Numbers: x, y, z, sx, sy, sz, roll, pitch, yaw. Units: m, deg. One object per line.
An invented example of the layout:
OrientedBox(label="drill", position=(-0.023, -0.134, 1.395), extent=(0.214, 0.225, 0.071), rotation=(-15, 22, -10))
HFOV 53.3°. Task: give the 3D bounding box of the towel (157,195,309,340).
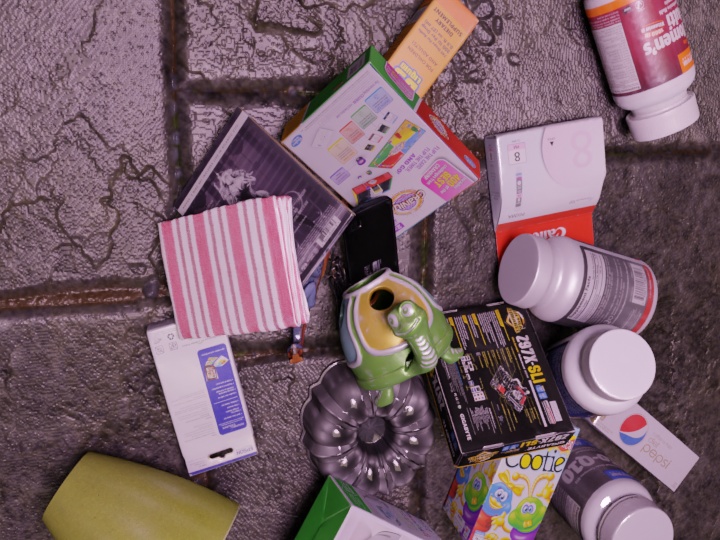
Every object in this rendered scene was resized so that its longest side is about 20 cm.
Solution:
OrientedBox(label="towel", position=(-0.152, 0.000, 0.841), extent=(0.196, 0.030, 0.151), rotation=(-8, 92, 30))

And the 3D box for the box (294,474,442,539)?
OrientedBox(label="box", position=(-0.008, 0.401, 0.924), extent=(0.174, 0.096, 0.203), rotation=(32, 86, -23))

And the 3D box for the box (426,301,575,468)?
OrientedBox(label="box", position=(0.172, 0.143, 0.951), extent=(0.155, 0.204, 0.050), rotation=(-7, 146, -13))

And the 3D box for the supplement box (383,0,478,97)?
OrientedBox(label="supplement box", position=(0.059, -0.250, 0.901), extent=(0.066, 0.069, 0.202), rotation=(36, 94, -17))

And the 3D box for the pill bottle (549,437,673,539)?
OrientedBox(label="pill bottle", position=(0.342, 0.329, 1.018), extent=(0.110, 0.200, 0.117), rotation=(-3, 102, -13))

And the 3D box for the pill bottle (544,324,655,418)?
OrientedBox(label="pill bottle", position=(0.307, 0.133, 0.940), extent=(0.108, 0.200, 0.114), rotation=(0, 77, -1))

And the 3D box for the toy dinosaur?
OrientedBox(label="toy dinosaur", position=(-0.065, 0.018, 0.911), extent=(0.195, 0.105, 0.186), rotation=(-19, 115, -15))

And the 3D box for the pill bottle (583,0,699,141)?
OrientedBox(label="pill bottle", position=(0.377, -0.285, 0.951), extent=(0.108, 0.110, 0.204), rotation=(-27, 106, -7))

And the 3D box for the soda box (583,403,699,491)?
OrientedBox(label="soda box", position=(0.419, 0.247, 1.093), extent=(0.199, 0.064, 0.069), rotation=(38, 90, -17))

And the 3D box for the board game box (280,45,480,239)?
OrientedBox(label="board game box", position=(0.026, -0.142, 0.861), extent=(0.152, 0.041, 0.199), rotation=(-33, 121, 31))

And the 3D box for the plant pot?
OrientedBox(label="plant pot", position=(-0.281, 0.320, 0.888), extent=(0.198, 0.187, 0.189), rotation=(34, 92, -3))

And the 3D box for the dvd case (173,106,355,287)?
OrientedBox(label="dvd case", position=(-0.119, -0.071, 0.849), extent=(0.200, 0.016, 0.150), rotation=(43, 105, 16))

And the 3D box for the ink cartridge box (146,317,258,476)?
OrientedBox(label="ink cartridge box", position=(-0.203, 0.156, 0.932), extent=(0.097, 0.039, 0.206), rotation=(-14, 103, -11))

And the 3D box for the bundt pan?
OrientedBox(label="bundt pan", position=(0.017, 0.218, 0.981), extent=(0.196, 0.076, 0.208), rotation=(-3, 101, -13))

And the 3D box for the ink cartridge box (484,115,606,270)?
OrientedBox(label="ink cartridge box", position=(0.261, -0.098, 0.993), extent=(0.158, 0.057, 0.206), rotation=(-11, 99, -11))

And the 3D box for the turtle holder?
OrientedBox(label="turtle holder", position=(0.034, 0.075, 0.858), extent=(0.139, 0.186, 0.134), rotation=(-27, 96, 16))

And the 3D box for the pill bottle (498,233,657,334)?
OrientedBox(label="pill bottle", position=(0.295, 0.019, 0.982), extent=(0.195, 0.116, 0.119), rotation=(14, 98, -20))

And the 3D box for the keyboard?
OrientedBox(label="keyboard", position=(0.000, 0.000, 0.928), extent=(0.102, 0.040, 0.204), rotation=(-25, 129, -22))

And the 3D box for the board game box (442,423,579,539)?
OrientedBox(label="board game box", position=(0.211, 0.286, 1.027), extent=(0.101, 0.105, 0.205), rotation=(20, 95, -16))
